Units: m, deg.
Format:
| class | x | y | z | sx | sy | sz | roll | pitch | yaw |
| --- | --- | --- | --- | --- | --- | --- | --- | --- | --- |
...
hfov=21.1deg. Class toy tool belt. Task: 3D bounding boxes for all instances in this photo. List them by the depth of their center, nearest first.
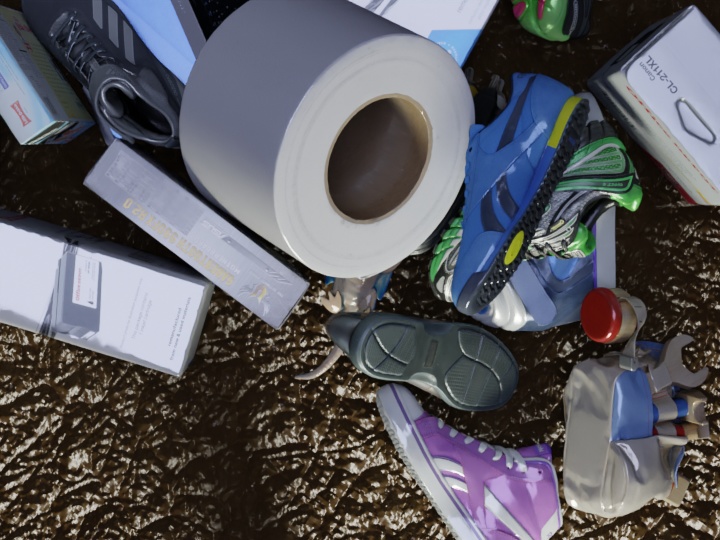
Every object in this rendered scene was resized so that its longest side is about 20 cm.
| class | x | y | z | sx | sy | sz | roll | pitch | yaw |
| --- | --- | --- | --- | --- | --- | --- | --- | --- | --- |
| toy tool belt | 0.242 | 0.111 | 1.669 | 0.122 | 0.124 | 0.202 | -4 | 100 | -35 |

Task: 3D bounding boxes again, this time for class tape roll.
| class | x | y | z | sx | sy | sz | roll | pitch | yaw |
| --- | --- | --- | --- | --- | --- | --- | --- | --- | --- |
| tape roll | -0.026 | -0.112 | 1.545 | 0.201 | 0.139 | 0.205 | -20 | 123 | -33 |

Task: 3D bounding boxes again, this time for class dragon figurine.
| class | x | y | z | sx | sy | sz | roll | pitch | yaw |
| --- | --- | --- | --- | --- | --- | --- | --- | --- | --- |
| dragon figurine | 0.000 | 0.000 | 1.675 | 0.058 | 0.100 | 0.202 | 17 | 111 | -3 |

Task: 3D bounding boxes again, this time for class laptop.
| class | x | y | z | sx | sy | sz | roll | pitch | yaw |
| --- | --- | --- | --- | --- | --- | --- | --- | --- | --- |
| laptop | -0.164 | -0.225 | 1.641 | 0.103 | 0.199 | 0.179 | -26 | 94 | -37 |

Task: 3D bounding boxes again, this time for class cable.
| class | x | y | z | sx | sy | sz | roll | pitch | yaw |
| --- | --- | --- | --- | --- | --- | --- | --- | --- | --- |
| cable | 0.096 | -0.085 | 1.643 | 0.096 | 0.050 | 0.201 | 20 | 68 | 15 |

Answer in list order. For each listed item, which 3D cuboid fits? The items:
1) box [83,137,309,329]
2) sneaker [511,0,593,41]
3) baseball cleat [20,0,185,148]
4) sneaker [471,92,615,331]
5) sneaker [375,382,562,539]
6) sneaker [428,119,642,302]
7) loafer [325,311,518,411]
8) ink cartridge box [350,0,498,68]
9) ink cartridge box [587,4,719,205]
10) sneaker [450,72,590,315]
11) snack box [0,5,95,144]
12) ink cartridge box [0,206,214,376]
| class | x | y | z | sx | sy | sz | roll | pitch | yaw |
| --- | --- | --- | --- | --- | --- | --- | --- | --- | --- |
| box | -0.133 | -0.031 | 1.623 | 0.199 | 0.158 | 0.049 | 37 | 91 | -3 |
| sneaker | 0.182 | -0.292 | 1.671 | 0.083 | 0.076 | 0.202 | 20 | 80 | -42 |
| baseball cleat | -0.215 | -0.178 | 1.611 | 0.199 | 0.106 | 0.070 | 39 | 105 | 7 |
| sneaker | 0.141 | -0.047 | 1.666 | 0.145 | 0.081 | 0.202 | -5 | 98 | -5 |
| sneaker | 0.101 | 0.161 | 1.684 | 0.114 | 0.073 | 0.201 | -35 | 103 | -3 |
| sneaker | 0.142 | -0.036 | 1.593 | 0.199 | 0.078 | 0.086 | -36 | 72 | 9 |
| loafer | 0.054 | 0.068 | 1.647 | 0.199 | 0.063 | 0.072 | 20 | 93 | -43 |
| ink cartridge box | 0.015 | -0.250 | 1.662 | 0.199 | 0.068 | 0.117 | 29 | 91 | -2 |
| ink cartridge box | 0.275 | -0.132 | 1.606 | 0.083 | 0.200 | 0.146 | -41 | 93 | 1 |
| sneaker | 0.108 | -0.063 | 1.542 | 0.078 | 0.066 | 0.202 | 24 | 83 | 17 |
| snack box | -0.278 | -0.161 | 1.592 | 0.037 | 0.200 | 0.117 | -33 | 92 | 3 |
| ink cartridge box | -0.229 | 0.016 | 1.628 | 0.198 | 0.145 | 0.085 | 17 | 92 | -1 |
